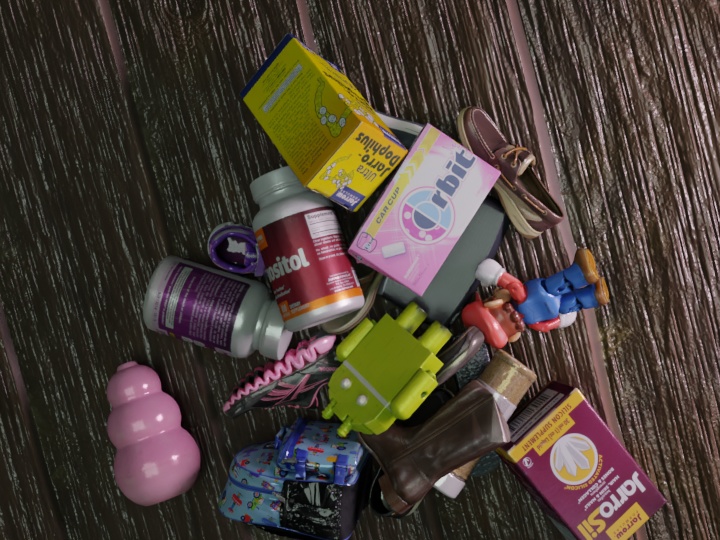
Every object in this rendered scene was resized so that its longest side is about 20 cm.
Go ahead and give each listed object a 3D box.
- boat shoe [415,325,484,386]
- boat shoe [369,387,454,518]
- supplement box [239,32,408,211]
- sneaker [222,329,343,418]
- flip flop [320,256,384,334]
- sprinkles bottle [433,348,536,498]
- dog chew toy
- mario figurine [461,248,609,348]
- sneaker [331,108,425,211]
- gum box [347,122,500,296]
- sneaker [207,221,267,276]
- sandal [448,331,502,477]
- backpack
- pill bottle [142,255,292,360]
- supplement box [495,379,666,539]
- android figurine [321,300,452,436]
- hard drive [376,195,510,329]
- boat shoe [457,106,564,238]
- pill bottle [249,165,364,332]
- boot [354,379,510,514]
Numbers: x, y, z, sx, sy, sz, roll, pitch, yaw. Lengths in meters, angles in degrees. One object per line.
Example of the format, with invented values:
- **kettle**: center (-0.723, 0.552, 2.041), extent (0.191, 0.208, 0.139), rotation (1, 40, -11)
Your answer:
- **boat shoe**: center (0.083, 0.131, 1.290), extent (0.200, 0.074, 0.074), rotation (-42, 81, 28)
- **boat shoe**: center (0.076, 0.258, 1.312), extent (0.073, 0.063, 0.203), rotation (35, 106, 37)
- **supplement box**: center (-0.050, -0.191, 1.210), extent (0.110, 0.108, 0.201), rotation (-47, 55, 16)
- **sneaker**: center (-0.104, 0.170, 1.344), extent (0.198, 0.079, 0.096), rotation (-30, 102, 10)
- **flip flop**: center (0.000, 0.000, 1.295), extent (0.201, 0.057, 0.081), rotation (-51, 53, 19)
- **sprinkles bottle**: center (0.155, 0.205, 1.259), extent (0.068, 0.068, 0.201), rotation (35, 89, 3)
- **dog chew toy**: center (-0.307, 0.230, 1.349), extent (0.123, 0.124, 0.202), rotation (-20, 84, 8)
- **mario figurine**: center (0.230, 0.030, 1.279), extent (0.198, 0.106, 0.125), rotation (-21, 86, 20)
- **sneaker**: center (0.027, -0.139, 1.285), extent (0.200, 0.077, 0.148), rotation (21, 86, 14)
- **gum box**: center (0.079, -0.075, 1.220), extent (0.113, 0.066, 0.201), rotation (32, 98, -3)
- **sneaker**: center (-0.127, -0.022, 1.316), extent (0.197, 0.088, 0.082), rotation (5, 94, 5)
- **sandal**: center (0.166, 0.187, 1.327), extent (0.075, 0.043, 0.203), rotation (-5, 85, 0)
- **backpack**: center (-0.091, 0.284, 1.295), extent (0.197, 0.183, 0.137), rotation (6, 100, 12)
- **pill bottle**: center (-0.194, 0.058, 1.316), extent (0.197, 0.112, 0.114), rotation (17, 97, 8)
- **supplement box**: center (0.288, 0.268, 1.262), extent (0.131, 0.103, 0.200), rotation (-41, 96, -6)
- **android figurine**: center (0.029, 0.135, 1.253), extent (0.200, 0.182, 0.041), rotation (-46, 128, -2)
- **hard drive**: center (0.115, -0.025, 1.308), extent (0.134, 0.042, 0.202), rotation (30, 98, 4)
- **boat shoe**: center (0.206, -0.141, 1.260), extent (0.072, 0.072, 0.201), rotation (-27, 96, 45)
- **pill bottle**: center (-0.076, -0.030, 1.235), extent (0.112, 0.113, 0.202), rotation (-20, 84, 8)
- **boot**: center (0.091, 0.189, 1.223), extent (0.200, 0.064, 0.188), rotation (-42, 54, 22)
